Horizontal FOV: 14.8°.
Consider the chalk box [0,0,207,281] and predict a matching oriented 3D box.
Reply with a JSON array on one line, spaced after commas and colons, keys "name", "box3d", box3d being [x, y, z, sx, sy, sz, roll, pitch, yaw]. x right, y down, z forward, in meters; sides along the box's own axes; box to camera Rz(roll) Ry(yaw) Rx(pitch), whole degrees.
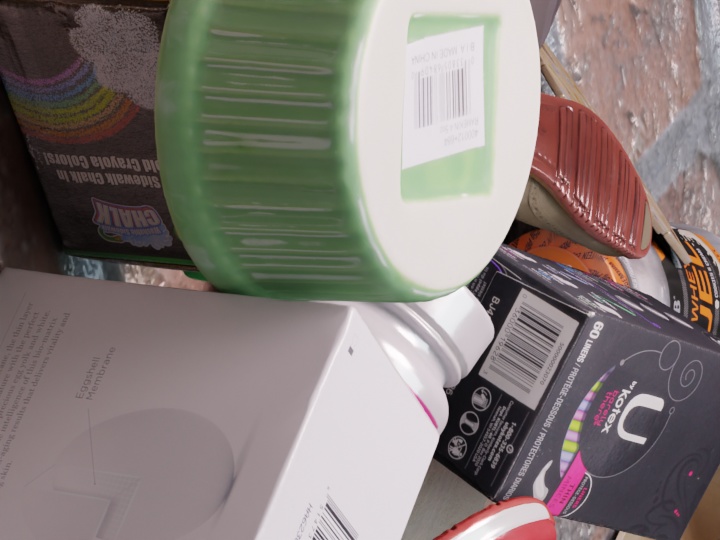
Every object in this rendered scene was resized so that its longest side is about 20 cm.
[{"name": "chalk box", "box3d": [-0.082, -0.081, 1.348, 0.124, 0.124, 0.200, -53, 138, -41]}]

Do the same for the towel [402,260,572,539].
[{"name": "towel", "box3d": [0.059, 0.080, 1.646, 0.132, 0.034, 0.200, 10, 108, -60]}]

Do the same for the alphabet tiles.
[{"name": "alphabet tiles", "box3d": [0.142, -0.091, 1.697, 0.200, 0.008, 0.167, 48, 11, -40]}]

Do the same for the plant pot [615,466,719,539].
[{"name": "plant pot", "box3d": [0.276, 0.274, 1.960, 0.177, 0.200, 0.200, 80, 32, -47]}]

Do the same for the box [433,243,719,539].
[{"name": "box", "box3d": [0.123, 0.070, 1.579, 0.200, 0.106, 0.122, 16, 104, -51]}]

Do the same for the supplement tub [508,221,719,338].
[{"name": "supplement tub", "box3d": [0.166, 0.025, 1.782, 0.200, 0.122, 0.123, 3, 92, -59]}]

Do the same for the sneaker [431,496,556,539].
[{"name": "sneaker", "box3d": [0.050, 0.203, 1.438, 0.200, 0.078, 0.116, -27, 75, -36]}]

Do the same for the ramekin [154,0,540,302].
[{"name": "ramekin", "box3d": [0.002, -0.078, 1.271, 0.200, 0.097, 0.201, -15, 108, -57]}]

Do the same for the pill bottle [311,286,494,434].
[{"name": "pill bottle", "box3d": [-0.026, 0.081, 1.426, 0.200, 0.113, 0.113, -52, 140, -16]}]

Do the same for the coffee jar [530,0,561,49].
[{"name": "coffee jar", "box3d": [0.014, -0.164, 1.418, 0.085, 0.200, 0.104, 55, 50, -48]}]

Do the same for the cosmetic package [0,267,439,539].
[{"name": "cosmetic package", "box3d": [-0.100, 0.119, 1.275, 0.123, 0.200, 0.200, 58, 48, -49]}]

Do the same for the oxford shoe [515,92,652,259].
[{"name": "oxford shoe", "box3d": [0.089, -0.061, 1.567, 0.200, 0.075, 0.071, 36, 49, -35]}]
